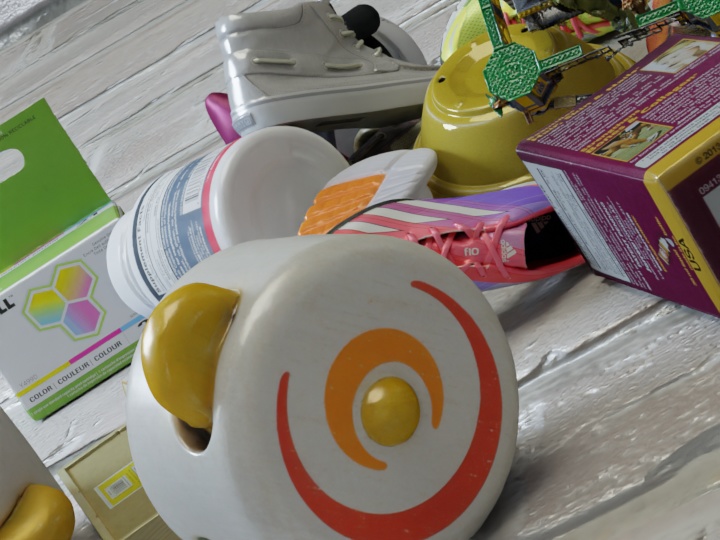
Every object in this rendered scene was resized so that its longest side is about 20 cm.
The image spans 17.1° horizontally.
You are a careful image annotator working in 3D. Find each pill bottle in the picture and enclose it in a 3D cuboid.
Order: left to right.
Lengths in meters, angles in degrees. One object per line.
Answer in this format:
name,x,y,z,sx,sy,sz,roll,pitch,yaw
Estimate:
pill bottle,-0.096,-0.024,1.698,0.120,0.120,0.200,-43,13,-31

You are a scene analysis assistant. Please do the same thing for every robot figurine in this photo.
robot figurine,-0.031,-0.130,1.933,0.150,0.125,0.200,-16,18,49

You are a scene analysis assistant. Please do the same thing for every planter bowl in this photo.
planter bowl,0.105,-0.108,1.619,0.200,0.083,0.200,-20,36,16

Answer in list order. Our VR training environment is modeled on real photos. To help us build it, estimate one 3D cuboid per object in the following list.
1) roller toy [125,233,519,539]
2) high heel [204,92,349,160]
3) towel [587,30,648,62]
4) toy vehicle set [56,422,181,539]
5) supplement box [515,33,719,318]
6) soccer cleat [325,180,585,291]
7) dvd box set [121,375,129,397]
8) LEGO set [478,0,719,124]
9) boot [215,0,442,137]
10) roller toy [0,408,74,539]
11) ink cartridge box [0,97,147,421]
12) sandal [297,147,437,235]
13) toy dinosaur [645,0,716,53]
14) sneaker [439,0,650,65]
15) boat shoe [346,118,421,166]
roller toy,-0.017,0.070,1.249,0.182,0.200,0.140,-35,17,-29
high heel,-0.058,-0.085,1.804,0.067,0.096,0.200,-53,-13,-10
towel,0.188,-0.142,1.752,0.132,0.034,0.200,-33,16,-6
toy vehicle set,-0.124,0.128,1.554,0.124,0.027,0.200,-35,17,-8
supplement box,0.198,-0.057,1.371,0.131,0.103,0.200,-36,18,-10
soccer cleat,0.063,-0.014,1.475,0.200,0.068,0.073,-12,12,-18
dvd box set,-0.050,0.068,1.517,0.146,0.029,0.200,-23,15,-21
LEGO set,0.160,-0.178,1.537,0.200,0.154,0.116,-30,-19,14
boot,-0.008,-0.152,1.706,0.200,0.096,0.074,-8,-9,-34
roller toy,-0.283,0.163,1.519,0.200,0.140,0.182,-32,28,2
ink cartridge box,-0.250,-0.009,1.863,0.148,0.200,0.076,-33,17,-1
sandal,-0.007,0.001,1.556,0.079,0.059,0.207,-3,41,37
toy dinosaur,0.218,-0.188,1.612,0.200,0.105,0.181,-16,34,-19
sneaker,0.149,-0.199,1.795,0.200,0.078,0.090,-33,18,-7
boat shoe,0.026,-0.089,1.786,0.200,0.065,0.072,-57,-11,-58
